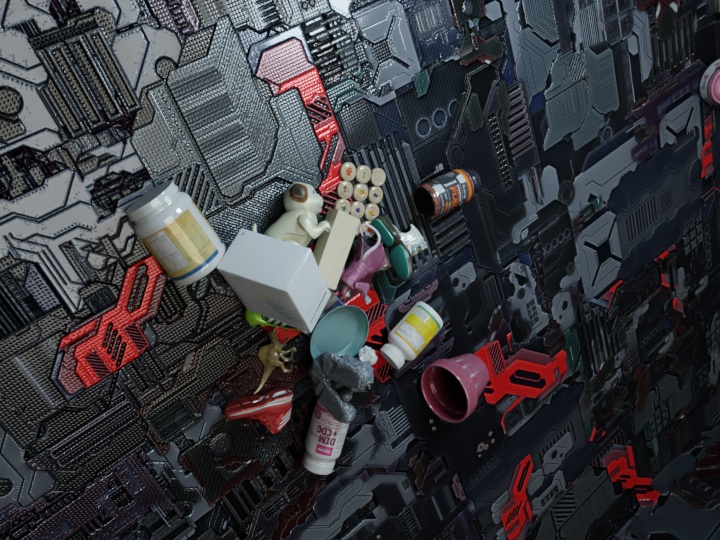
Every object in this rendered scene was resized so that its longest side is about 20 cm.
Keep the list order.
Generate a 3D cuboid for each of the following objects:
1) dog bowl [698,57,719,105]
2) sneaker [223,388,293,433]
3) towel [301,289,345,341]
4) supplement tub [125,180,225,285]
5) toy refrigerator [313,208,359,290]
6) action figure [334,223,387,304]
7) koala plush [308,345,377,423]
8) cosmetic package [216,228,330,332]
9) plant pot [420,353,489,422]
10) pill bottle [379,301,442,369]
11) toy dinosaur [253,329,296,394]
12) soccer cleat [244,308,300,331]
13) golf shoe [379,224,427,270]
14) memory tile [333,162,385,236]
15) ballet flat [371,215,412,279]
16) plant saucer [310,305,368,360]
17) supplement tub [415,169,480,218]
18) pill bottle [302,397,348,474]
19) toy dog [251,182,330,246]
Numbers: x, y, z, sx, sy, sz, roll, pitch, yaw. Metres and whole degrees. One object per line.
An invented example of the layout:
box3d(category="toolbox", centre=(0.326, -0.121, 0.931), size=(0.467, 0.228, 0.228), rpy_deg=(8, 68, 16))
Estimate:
box3d(category="dog bowl", centre=(1.534, -0.785, 2.168), size=(0.195, 0.074, 0.204), rpy_deg=(3, 120, 5))
box3d(category="sneaker", centre=(-0.273, 0.406, 1.426), size=(0.196, 0.078, 0.118), rpy_deg=(-7, 104, -28))
box3d(category="towel", centre=(-0.143, 0.090, 1.458), size=(0.147, 0.024, 0.200), rpy_deg=(-48, 121, -12))
box3d(category="supplement tub", centre=(-0.415, -0.084, 1.177), size=(0.144, 0.144, 0.202), rpy_deg=(-40, 119, -16))
box3d(category="toy refrigerator", centre=(-0.079, -0.058, 1.413), size=(0.075, 0.070, 0.204), rpy_deg=(20, 87, -31))
box3d(category="action figure", centre=(0.000, 0.000, 1.428), size=(0.133, 0.149, 0.201), rpy_deg=(33, 67, 7))
box3d(category="koala plush", centre=(-0.029, 0.300, 1.485), size=(0.199, 0.182, 0.180), rpy_deg=(-6, 122, -57))
box3d(category="cosmetic package", centre=(-0.200, 0.026, 1.238), size=(0.124, 0.196, 0.201), rpy_deg=(-62, 155, -27))
box3d(category="plant pot", centre=(0.327, 0.371, 1.726), size=(0.177, 0.198, 0.204), rpy_deg=(-23, 114, -41))
box3d(category="pill bottle", centre=(0.155, 0.205, 1.614), size=(0.200, 0.112, 0.113), rpy_deg=(-45, 120, -14))
box3d(category="toy dinosaur", centre=(-0.235, 0.245, 1.433), size=(0.099, 0.058, 0.204), rpy_deg=(11, 109, -15))
box3d(category="soccer cleat", centre=(-0.207, 0.113, 1.383), size=(0.196, 0.068, 0.083), rpy_deg=(6, 105, -18))
box3d(category="golf shoe", centre=(0.099, -0.066, 1.552), size=(0.198, 0.078, 0.099), rpy_deg=(-28, 90, -22))
box3d(category="memory tile", centre=(-0.005, -0.196, 1.475), size=(0.151, 0.017, 0.204), rpy_deg=(5, 99, -32))
box3d(category="ballet flat", centre=(0.106, -0.073, 1.484), size=(0.068, 0.068, 0.203), rpy_deg=(-20, 79, -44))
box3d(category="plant saucer", centre=(-0.066, 0.185, 1.504), size=(0.197, 0.036, 0.204), rpy_deg=(-17, 122, -28))
box3d(category="supplement tub", centre=(0.270, -0.241, 1.577), size=(0.198, 0.106, 0.109), rpy_deg=(-27, 115, -23))
box3d(category="pill bottle", centre=(-0.100, 0.481, 1.527), size=(0.112, 0.113, 0.204), rpy_deg=(13, 95, -32))
box3d(category="toy dog", centre=(-0.167, -0.125, 1.341), size=(0.191, 0.140, 0.204), rpy_deg=(21, 93, 4))
